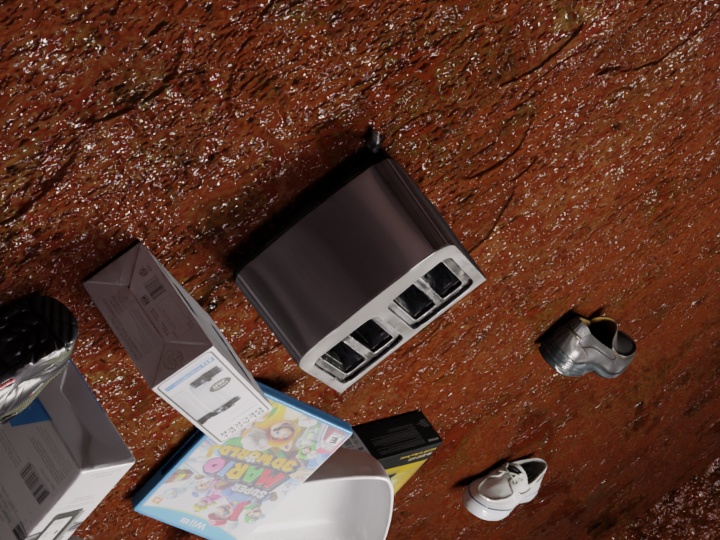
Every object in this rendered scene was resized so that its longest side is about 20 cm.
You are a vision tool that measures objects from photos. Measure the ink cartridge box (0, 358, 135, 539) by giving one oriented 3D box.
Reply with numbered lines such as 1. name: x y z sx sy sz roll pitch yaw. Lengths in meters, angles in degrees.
1. ink cartridge box: -0.292 0.181 1.518 0.200 0.116 0.068 -47 156 28

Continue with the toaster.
1. toaster: 0.000 0.000 1.590 0.181 0.119 0.200 -39 158 4

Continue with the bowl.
1. bowl: -0.071 0.272 2.023 0.199 0.075 0.200 -6 139 -15

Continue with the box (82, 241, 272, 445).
1. box: -0.149 0.066 1.500 0.060 0.117 0.200 -36 160 -1

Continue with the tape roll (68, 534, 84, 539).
1. tape roll: -0.322 0.306 1.573 0.200 0.066 0.200 -19 -168 4

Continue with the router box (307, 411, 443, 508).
1. router box: -0.014 0.252 2.176 0.200 0.052 0.157 -9 146 -50

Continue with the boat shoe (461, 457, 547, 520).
1. boat shoe: 0.214 0.313 2.651 0.067 0.074 0.200 -61 161 19

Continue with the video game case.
1. video game case: -0.124 0.205 1.872 0.143 0.018 0.200 27 117 -36

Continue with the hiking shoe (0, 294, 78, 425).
1. hiking shoe: -0.306 0.102 1.390 0.200 0.076 0.101 -28 154 -23

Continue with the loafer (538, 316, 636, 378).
1. loafer: 0.313 0.094 2.331 0.072 0.073 0.200 -52 156 23
